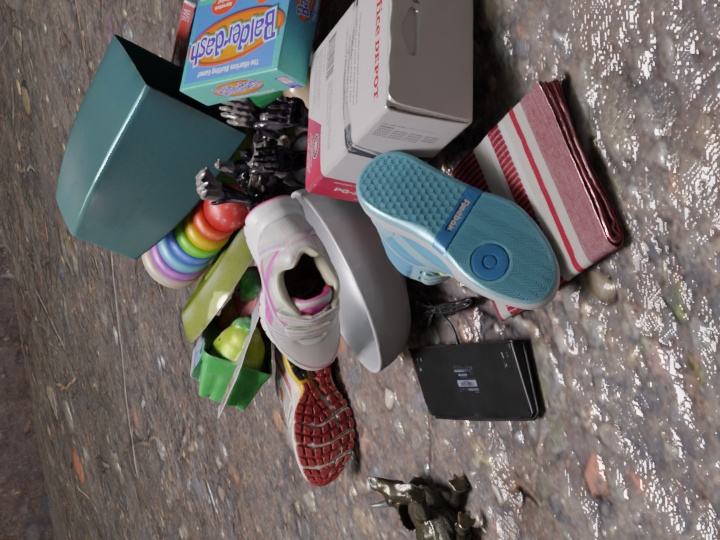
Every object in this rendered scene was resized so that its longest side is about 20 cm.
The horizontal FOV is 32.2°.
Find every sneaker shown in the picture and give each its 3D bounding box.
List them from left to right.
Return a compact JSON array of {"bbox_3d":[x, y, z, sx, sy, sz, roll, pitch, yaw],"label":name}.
[{"bbox_3d":[-0.060,0.030,1.244,0.088,0.080,0.202,52,163,50],"label":"sneaker"},{"bbox_3d":[-0.059,0.156,1.494,0.082,0.077,0.204,144,120,-66],"label":"sneaker"},{"bbox_3d":[0.091,-0.016,1.077,0.199,0.080,0.131,37,167,24],"label":"sneaker"}]

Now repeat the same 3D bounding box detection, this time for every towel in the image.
[{"bbox_3d":[0.140,-0.052,1.048,0.146,0.022,0.200,69,155,12],"label":"towel"}]

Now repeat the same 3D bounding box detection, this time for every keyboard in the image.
[{"bbox_3d":[0.101,0.081,1.188,0.199,0.020,0.129,-12,96,63],"label":"keyboard"}]

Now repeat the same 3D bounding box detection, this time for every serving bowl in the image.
[{"bbox_3d":[0.000,0.000,1.276,0.202,0.065,0.201,60,167,23],"label":"serving bowl"}]

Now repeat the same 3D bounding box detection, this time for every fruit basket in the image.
[{"bbox_3d":[-0.141,0.052,1.500,0.186,0.092,0.203,-103,28,-70],"label":"fruit basket"}]

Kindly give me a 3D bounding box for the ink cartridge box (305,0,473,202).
[{"bbox_3d":[0.023,-0.164,1.113,0.200,0.083,0.147,143,133,-62],"label":"ink cartridge box"}]

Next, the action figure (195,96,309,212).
[{"bbox_3d":[-0.114,-0.123,1.309,0.200,0.101,0.121,157,126,-65],"label":"action figure"}]

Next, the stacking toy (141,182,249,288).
[{"bbox_3d":[-0.185,-0.049,1.472,0.199,0.084,0.087,-32,73,52],"label":"stacking toy"}]

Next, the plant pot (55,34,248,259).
[{"bbox_3d":[-0.252,-0.127,1.416,0.201,0.140,0.142,-56,39,15],"label":"plant pot"}]

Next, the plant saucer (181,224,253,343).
[{"bbox_3d":[-0.162,-0.005,1.508,0.031,0.202,0.200,33,153,-9],"label":"plant saucer"}]

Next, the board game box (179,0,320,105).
[{"bbox_3d":[-0.103,-0.277,1.262,0.151,0.045,0.204,-4,72,43],"label":"board game box"}]

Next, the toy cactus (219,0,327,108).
[{"bbox_3d":[-0.085,-0.225,1.353,0.165,0.102,0.200,47,121,7],"label":"toy cactus"}]

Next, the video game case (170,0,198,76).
[{"bbox_3d":[-0.191,-0.292,1.500,0.017,0.144,0.201,26,143,0],"label":"video game case"}]

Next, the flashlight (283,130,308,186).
[{"bbox_3d":[-0.031,-0.114,1.313,0.199,0.067,0.069,2,112,63],"label":"flashlight"}]

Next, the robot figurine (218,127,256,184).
[{"bbox_3d":[-0.201,-0.134,1.569,0.201,0.114,0.177,125,150,-41],"label":"robot figurine"}]

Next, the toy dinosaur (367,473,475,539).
[{"bbox_3d":[0.084,0.273,1.271,0.201,0.076,0.103,57,160,26],"label":"toy dinosaur"}]
